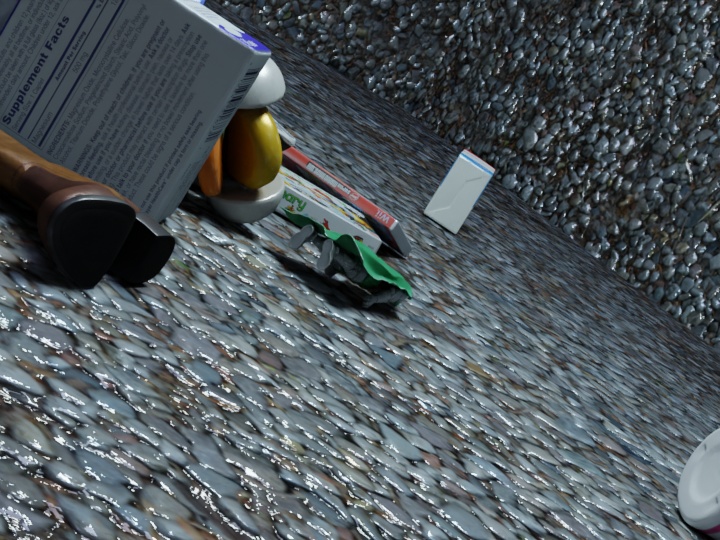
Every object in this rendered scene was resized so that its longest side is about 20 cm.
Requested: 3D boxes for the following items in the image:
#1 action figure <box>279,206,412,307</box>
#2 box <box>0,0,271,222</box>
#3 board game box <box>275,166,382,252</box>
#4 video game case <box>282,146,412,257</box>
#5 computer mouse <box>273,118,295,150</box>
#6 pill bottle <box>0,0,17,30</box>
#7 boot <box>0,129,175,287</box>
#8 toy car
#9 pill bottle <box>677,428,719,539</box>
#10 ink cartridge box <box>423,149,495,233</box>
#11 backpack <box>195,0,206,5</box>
[{"bbox_3d":[0.000,0.000,1.646,0.118,0.055,0.200,38,3,33],"label":"action figure"},{"bbox_3d":[-0.212,-0.170,1.402,0.199,0.185,0.105,33,11,0],"label":"box"},{"bbox_3d":[-0.075,-0.085,1.876,0.199,0.035,0.126,30,9,-19],"label":"board game box"},{"bbox_3d":[-0.025,-0.094,2.033,0.199,0.017,0.143,36,-5,15],"label":"video game case"},{"bbox_3d":[-0.133,-0.167,1.834,0.110,0.044,0.200,43,7,21],"label":"computer mouse"},{"bbox_3d":[-0.421,-0.333,1.745,0.111,0.111,0.200,28,11,-29],"label":"pill bottle"},{"bbox_3d":[-0.244,-0.072,1.163,0.199,0.069,0.188,35,10,13],"label":"boot"},{"bbox_3d":[-0.165,-0.144,1.607,0.149,0.176,0.200,-14,34,-23],"label":"toy car"},{"bbox_3d":[0.434,0.251,1.635,0.199,0.114,0.113,30,10,-17],"label":"pill bottle"},{"bbox_3d":[0.168,-0.135,2.670,0.067,0.117,0.200,32,10,2],"label":"ink cartridge box"},{"bbox_3d":[-0.247,-0.295,1.556,0.167,0.200,0.163,29,54,-24],"label":"backpack"}]
